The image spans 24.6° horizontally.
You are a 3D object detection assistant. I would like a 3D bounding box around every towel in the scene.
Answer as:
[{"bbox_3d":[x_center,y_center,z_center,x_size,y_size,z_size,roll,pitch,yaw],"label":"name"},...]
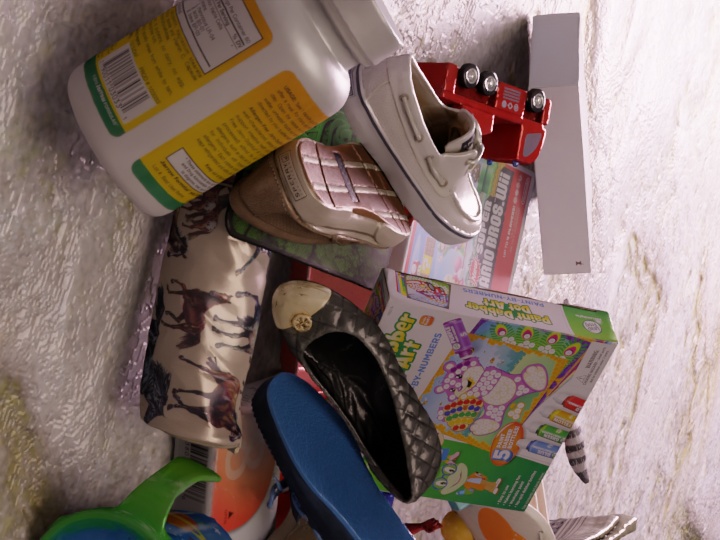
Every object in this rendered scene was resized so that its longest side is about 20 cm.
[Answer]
[{"bbox_3d":[0.140,0.270,1.580,0.199,0.192,0.035,-16,91,-50],"label":"towel"}]

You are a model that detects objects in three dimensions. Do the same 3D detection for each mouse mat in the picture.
[{"bbox_3d":[-0.019,-0.081,1.209,0.200,0.007,0.162,21,82,-54],"label":"mouse mat"}]

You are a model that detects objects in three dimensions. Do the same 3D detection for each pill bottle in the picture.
[{"bbox_3d":[-0.078,-0.130,1.063,0.199,0.113,0.113,-31,143,8],"label":"pill bottle"}]

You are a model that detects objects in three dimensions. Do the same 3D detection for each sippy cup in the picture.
[{"bbox_3d":[-0.151,0.229,1.183,0.140,0.177,0.130,61,21,11],"label":"sippy cup"}]

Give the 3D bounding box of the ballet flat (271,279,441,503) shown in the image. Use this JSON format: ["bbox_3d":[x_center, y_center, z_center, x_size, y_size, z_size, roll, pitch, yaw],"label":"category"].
[{"bbox_3d":[0.000,0.088,1.239,0.200,0.066,0.057,53,27,-19],"label":"ballet flat"}]

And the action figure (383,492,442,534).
[{"bbox_3d":[0.037,0.210,1.483,0.065,0.098,0.202,-11,114,-54],"label":"action figure"}]

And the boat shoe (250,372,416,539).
[{"bbox_3d":[-0.031,0.177,1.266,0.084,0.068,0.201,-30,91,-49],"label":"boat shoe"}]

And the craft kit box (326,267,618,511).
[{"bbox_3d":[0.078,0.101,1.326,0.049,0.196,0.201,-98,-156,-51],"label":"craft kit box"}]

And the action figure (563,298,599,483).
[{"bbox_3d":[0.218,0.114,1.713,0.200,0.104,0.195,-30,136,-45],"label":"action figure"}]

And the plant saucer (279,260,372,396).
[{"bbox_3d":[0.000,0.000,1.381,0.199,0.036,0.202,1,98,-57],"label":"plant saucer"}]

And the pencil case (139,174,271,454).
[{"bbox_3d":[-0.105,0.029,1.195,0.089,0.078,0.202,11,91,-28],"label":"pencil case"}]

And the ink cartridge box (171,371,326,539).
[{"bbox_3d":[-0.073,0.170,1.340,0.199,0.050,0.164,-15,116,-50],"label":"ink cartridge box"}]

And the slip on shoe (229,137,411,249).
[{"bbox_3d":[-0.024,-0.047,1.162,0.077,0.060,0.200,68,19,9],"label":"slip on shoe"}]

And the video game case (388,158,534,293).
[{"bbox_3d":[0.092,-0.041,1.461,0.200,0.017,0.144,19,82,-56],"label":"video game case"}]

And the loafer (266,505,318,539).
[{"bbox_3d":[-0.030,0.224,1.354,0.200,0.068,0.076,-53,149,-53],"label":"loafer"}]

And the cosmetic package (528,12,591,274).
[{"bbox_3d":[0.190,-0.120,1.562,0.151,0.051,0.201,-81,165,-57],"label":"cosmetic package"}]

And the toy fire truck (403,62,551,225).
[{"bbox_3d":[0.075,-0.097,1.362,0.199,0.049,0.142,13,87,-46],"label":"toy fire truck"}]

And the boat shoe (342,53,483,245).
[{"bbox_3d":[0.058,-0.091,1.230,0.200,0.069,0.071,51,30,-43],"label":"boat shoe"}]

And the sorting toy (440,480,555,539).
[{"bbox_3d":[0.102,0.137,1.498,0.201,0.106,0.181,-93,167,-46],"label":"sorting toy"}]
